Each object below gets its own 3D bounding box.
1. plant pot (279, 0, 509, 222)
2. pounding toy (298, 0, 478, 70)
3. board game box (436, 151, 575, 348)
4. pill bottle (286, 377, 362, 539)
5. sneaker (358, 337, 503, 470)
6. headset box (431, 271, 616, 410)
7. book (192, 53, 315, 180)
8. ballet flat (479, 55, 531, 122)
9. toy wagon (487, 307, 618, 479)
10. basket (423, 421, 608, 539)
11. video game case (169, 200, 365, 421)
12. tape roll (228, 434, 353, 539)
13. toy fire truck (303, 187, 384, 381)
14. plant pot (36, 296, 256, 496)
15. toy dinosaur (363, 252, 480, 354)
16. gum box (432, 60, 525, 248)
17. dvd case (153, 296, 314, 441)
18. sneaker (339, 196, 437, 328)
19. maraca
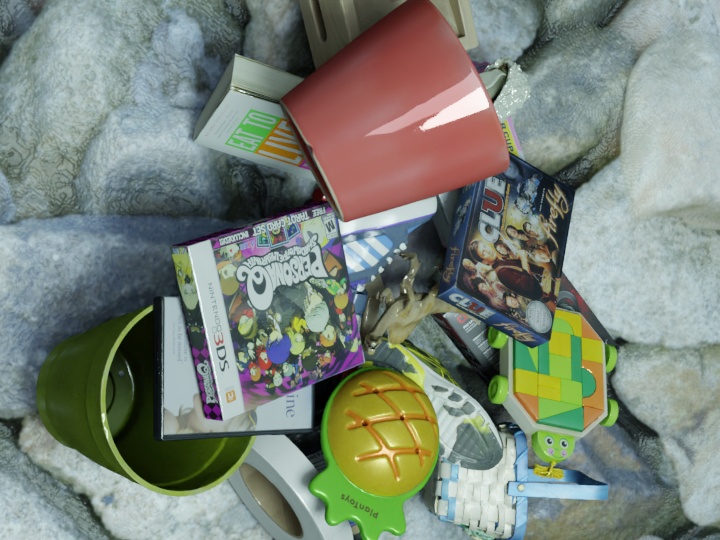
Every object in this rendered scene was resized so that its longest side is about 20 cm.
[{"bbox_3d":[0.027,-0.150,1.470,0.177,0.200,0.201,-27,106,-3],"label":"plant pot"},{"bbox_3d":[0.008,-0.277,1.609,0.184,0.142,0.200,-19,103,-25],"label":"pounding toy"},{"bbox_3d":[0.164,-0.031,1.608,0.135,0.035,0.200,28,57,-23],"label":"board game box"},{"bbox_3d":[-0.038,0.206,1.669,0.112,0.112,0.200,-29,106,-11],"label":"pill bottle"},{"bbox_3d":[0.090,0.140,1.641,0.200,0.085,0.074,44,112,9],"label":"sneaker"},{"bbox_3d":[0.184,0.057,1.734,0.149,0.077,0.200,-40,109,-8],"label":"headset box"},{"bbox_3d":[-0.069,-0.154,1.597,0.200,0.134,0.048,16,59,-18],"label":"book"},{"bbox_3d":[0.103,-0.166,1.603,0.200,0.072,0.072,-42,108,-11],"label":"ballet flat"},{"bbox_3d":[0.221,0.137,1.651,0.155,0.040,0.200,13,61,-19],"label":"toy wagon"},{"bbox_3d":[0.178,0.249,1.716,0.200,0.176,0.139,-1,87,-4],"label":"basket"},{"bbox_3d":[-0.091,0.037,1.490,0.200,0.036,0.182,-19,104,-41],"label":"video game case"},{"bbox_3d":[-0.088,0.244,1.612,0.037,0.203,0.203,-37,108,-23],"label":"tape roll"},{"bbox_3d":[-0.025,0.018,1.676,0.141,0.049,0.200,22,91,-20],"label":"toy fire truck"},{"bbox_3d":[-0.238,0.130,1.533,0.200,0.193,0.201,3,86,-42],"label":"plant pot"},{"bbox_3d":[0.061,0.035,1.603,0.200,0.058,0.101,-17,127,-47],"label":"toy dinosaur"},{"bbox_3d":[0.122,-0.135,1.688,0.113,0.066,0.200,-24,105,-12],"label":"gum box"},{"bbox_3d":[-0.126,0.100,1.494,0.200,0.018,0.143,3,85,-42],"label":"dvd case"},{"bbox_3d":[0.000,0.000,1.620,0.200,0.081,0.147,-17,111,-18],"label":"sneaker"},{"bbox_3d":[0.016,0.192,1.542,0.137,0.107,0.200,26,55,-9],"label":"maraca"}]
